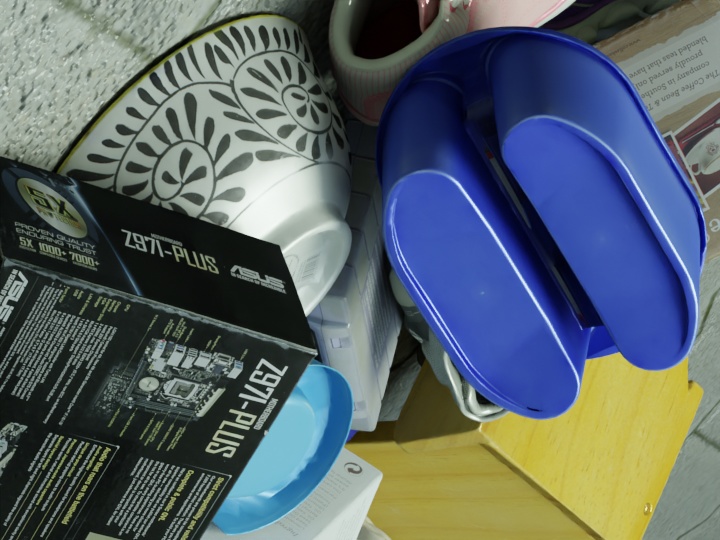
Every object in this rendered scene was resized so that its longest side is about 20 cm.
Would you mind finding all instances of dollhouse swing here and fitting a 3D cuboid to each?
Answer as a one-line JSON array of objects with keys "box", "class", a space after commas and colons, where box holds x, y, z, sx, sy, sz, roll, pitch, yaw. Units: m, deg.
[{"box": [0.084, 0.090, 1.757, 0.200, 0.175, 0.183, 40, 70, -43], "class": "dollhouse swing"}]

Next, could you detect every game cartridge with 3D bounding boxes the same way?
[{"box": [0.000, 0.000, 1.502, 0.200, 0.038, 0.130, 79, 28, -65], "class": "game cartridge"}]

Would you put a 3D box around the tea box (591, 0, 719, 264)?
[{"box": [0.153, -0.060, 1.487, 0.199, 0.134, 0.197, -27, 180, 8], "class": "tea box"}]

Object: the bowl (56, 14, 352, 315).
[{"box": [-0.067, -0.019, 1.331, 0.200, 0.094, 0.201, -40, 159, -19], "class": "bowl"}]

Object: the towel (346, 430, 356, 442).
[{"box": [-0.070, 0.087, 1.592, 0.148, 0.050, 0.200, -43, 158, -4], "class": "towel"}]

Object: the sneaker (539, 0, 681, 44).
[{"box": [0.141, -0.185, 1.480, 0.200, 0.080, 0.084, -34, 142, -43], "class": "sneaker"}]

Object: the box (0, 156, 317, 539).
[{"box": [-0.142, 0.066, 1.236, 0.163, 0.086, 0.201, 17, 119, -27], "class": "box"}]

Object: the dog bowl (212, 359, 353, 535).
[{"box": [-0.093, 0.085, 1.426, 0.199, 0.050, 0.112, -1, 123, -46], "class": "dog bowl"}]

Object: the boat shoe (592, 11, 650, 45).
[{"box": [0.193, -0.149, 1.661, 0.200, 0.072, 0.066, 31, 70, -56], "class": "boat shoe"}]

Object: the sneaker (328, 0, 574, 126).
[{"box": [0.061, -0.158, 1.358, 0.200, 0.075, 0.105, -43, 165, 0], "class": "sneaker"}]

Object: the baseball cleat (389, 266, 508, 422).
[{"box": [0.062, 0.044, 1.544, 0.069, 0.107, 0.200, -24, 163, 10], "class": "baseball cleat"}]

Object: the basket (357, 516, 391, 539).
[{"box": [-0.051, 0.257, 1.717, 0.198, 0.200, 0.161, -41, 157, -18], "class": "basket"}]

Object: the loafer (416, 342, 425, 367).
[{"box": [0.114, 0.004, 1.771, 0.075, 0.070, 0.201, -17, 144, -54], "class": "loafer"}]

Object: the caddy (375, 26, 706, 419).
[{"box": [0.090, -0.026, 1.336, 0.141, 0.201, 0.105, -23, -153, 19], "class": "caddy"}]

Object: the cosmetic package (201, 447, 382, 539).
[{"box": [-0.075, 0.177, 1.512, 0.200, 0.071, 0.102, -40, 157, -52], "class": "cosmetic package"}]
